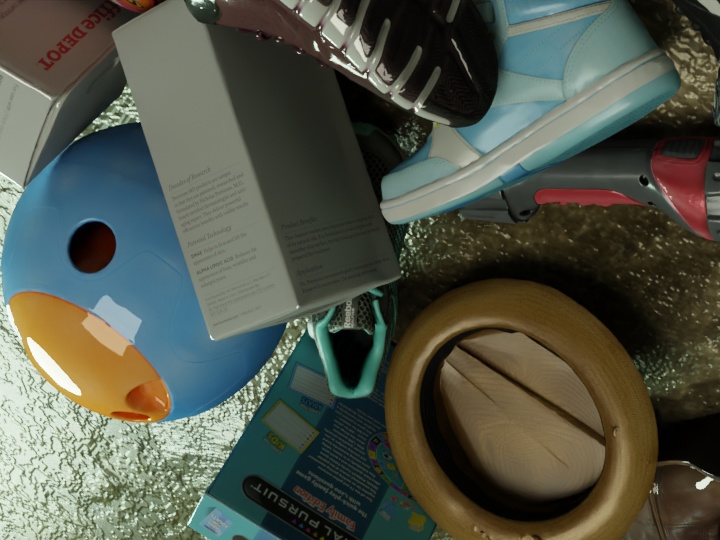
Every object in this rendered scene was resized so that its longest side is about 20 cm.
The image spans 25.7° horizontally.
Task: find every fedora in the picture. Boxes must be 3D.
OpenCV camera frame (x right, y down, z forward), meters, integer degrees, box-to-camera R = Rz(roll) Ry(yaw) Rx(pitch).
[{"bbox_3d":[0.115,0.099,1.072,0.198,0.082,0.204,2,96,25],"label":"fedora"}]

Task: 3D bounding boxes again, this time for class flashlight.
[{"bbox_3d":[0.154,-0.050,0.959,0.198,0.068,0.069,1,85,32],"label":"flashlight"}]

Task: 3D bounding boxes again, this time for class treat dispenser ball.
[{"bbox_3d":[-0.142,0.001,1.064,0.199,0.202,0.203,15,134,16],"label":"treat dispenser ball"}]

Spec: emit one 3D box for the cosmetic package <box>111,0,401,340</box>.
[{"bbox_3d":[-0.062,-0.071,0.966,0.081,0.112,0.202,-22,85,38],"label":"cosmetic package"}]

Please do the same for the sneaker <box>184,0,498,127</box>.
[{"bbox_3d":[-0.023,-0.143,0.861,0.199,0.076,0.115,36,159,-22],"label":"sneaker"}]

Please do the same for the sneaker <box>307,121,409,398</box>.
[{"bbox_3d":[0.000,0.000,1.049,0.076,0.092,0.202,-2,124,0],"label":"sneaker"}]

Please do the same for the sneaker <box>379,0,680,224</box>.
[{"bbox_3d":[0.075,-0.116,0.910,0.199,0.079,0.132,-28,87,29],"label":"sneaker"}]

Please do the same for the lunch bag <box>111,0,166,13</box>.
[{"bbox_3d":[-0.186,-0.232,0.943,0.199,0.082,0.176,32,171,1],"label":"lunch bag"}]

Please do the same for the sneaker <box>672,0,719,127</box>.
[{"bbox_3d":[0.193,-0.133,0.853,0.198,0.073,0.112,26,134,4],"label":"sneaker"}]

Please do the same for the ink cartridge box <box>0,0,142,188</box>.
[{"bbox_3d":[-0.254,-0.165,1.016,0.199,0.148,0.086,34,129,0],"label":"ink cartridge box"}]

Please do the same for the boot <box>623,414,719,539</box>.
[{"bbox_3d":[0.261,0.195,1.109,0.185,0.064,0.202,7,129,42],"label":"boot"}]

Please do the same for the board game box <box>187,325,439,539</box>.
[{"bbox_3d":[-0.010,0.136,1.111,0.150,0.201,0.047,32,137,0],"label":"board game box"}]
